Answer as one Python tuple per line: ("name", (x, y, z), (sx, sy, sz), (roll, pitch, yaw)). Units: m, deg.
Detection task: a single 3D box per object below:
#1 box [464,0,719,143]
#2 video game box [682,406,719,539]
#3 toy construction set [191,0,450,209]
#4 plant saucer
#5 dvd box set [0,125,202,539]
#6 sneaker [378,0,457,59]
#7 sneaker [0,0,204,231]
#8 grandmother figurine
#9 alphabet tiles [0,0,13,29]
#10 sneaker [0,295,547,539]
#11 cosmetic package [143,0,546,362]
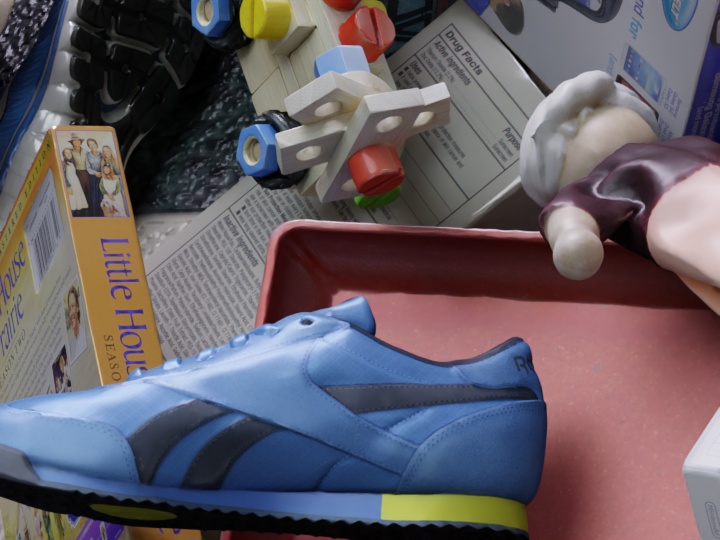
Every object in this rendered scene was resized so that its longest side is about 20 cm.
("box", (0.088, -0.118, 0.969), (0.041, 0.119, 0.200), (-20, 52, -26))
("video game box", (0.226, 0.027, 0.840), (0.181, 0.047, 0.200), (7, 41, 35))
("toy construction set", (-0.008, -0.101, 0.972), (0.131, 0.092, 0.201), (-42, 45, 43))
("plant saucer", (0.052, 0.086, 0.925), (0.199, 0.037, 0.201), (3, 74, 20))
("dvd box set", (-0.106, 0.068, 1.009), (0.146, 0.029, 0.201), (123, 140, -51))
("sneaker", (-0.009, -0.173, 1.089), (0.095, 0.201, 0.079), (-28, 4, -11))
("sneaker", (-0.137, -0.076, 1.179), (0.089, 0.078, 0.201), (12, 75, 43))
("grandmother figurine", (0.112, -0.015, 0.872), (0.200, 0.121, 0.061), (38, 125, 56))
("alphabet tiles", (-0.186, -0.093, 1.187), (0.200, 0.015, 0.196), (-50, 24, 47))
("sneaker", (-0.037, 0.048, 0.892), (0.199, 0.066, 0.079), (3, 79, -1))
("cosmetic package", (0.000, 0.000, 1.043), (0.200, 0.073, 0.104), (-38, 46, 4))
